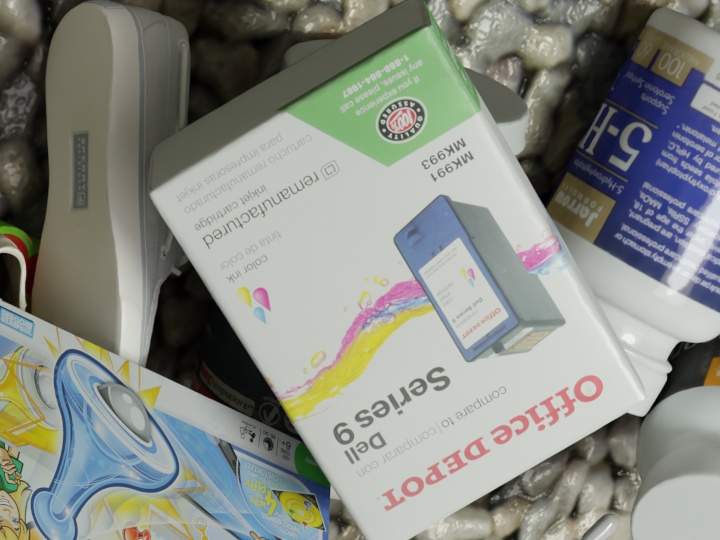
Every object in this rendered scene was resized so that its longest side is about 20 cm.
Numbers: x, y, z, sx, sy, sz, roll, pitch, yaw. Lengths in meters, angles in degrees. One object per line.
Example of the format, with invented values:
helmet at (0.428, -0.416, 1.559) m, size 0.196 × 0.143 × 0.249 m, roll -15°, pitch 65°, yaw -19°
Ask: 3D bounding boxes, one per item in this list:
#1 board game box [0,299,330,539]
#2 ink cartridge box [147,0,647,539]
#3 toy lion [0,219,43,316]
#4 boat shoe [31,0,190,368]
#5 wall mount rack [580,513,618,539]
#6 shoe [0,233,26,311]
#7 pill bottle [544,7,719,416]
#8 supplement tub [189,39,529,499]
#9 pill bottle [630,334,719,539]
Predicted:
board game box at (-0.098, 0.111, 1.148) m, size 0.200 × 0.136 × 0.034 m, roll 27°, pitch 140°, yaw -35°
ink cartridge box at (0.016, 0.002, 1.172) m, size 0.145 × 0.088 × 0.200 m, roll -29°, pitch 105°, yaw 4°
toy lion at (-0.194, 0.081, 1.242) m, size 0.192 × 0.069 × 0.200 m, roll -41°, pitch 126°, yaw -22°
boat shoe at (-0.110, -0.024, 1.225) m, size 0.068 × 0.072 × 0.201 m, roll 0°, pitch 87°, yaw -43°
wall mount rack at (0.087, 0.211, 1.463) m, size 0.200 × 0.173 × 0.075 m, roll 49°, pitch 38°, yaw -42°
shoe at (-0.188, 0.076, 1.170) m, size 0.070 × 0.053 × 0.200 m, roll 10°, pitch 91°, yaw -45°
pill bottle at (0.164, -0.029, 1.415) m, size 0.120 × 0.120 × 0.200 m, roll 24°, pitch 97°, yaw -42°
supplement tub at (0.000, 0.000, 1.292) m, size 0.140 × 0.140 × 0.200 m, roll -1°, pitch 114°, yaw -37°
pill bottle at (0.220, 0.085, 1.463) m, size 0.200 × 0.116 × 0.117 m, roll -62°, pitch 148°, yaw -48°
